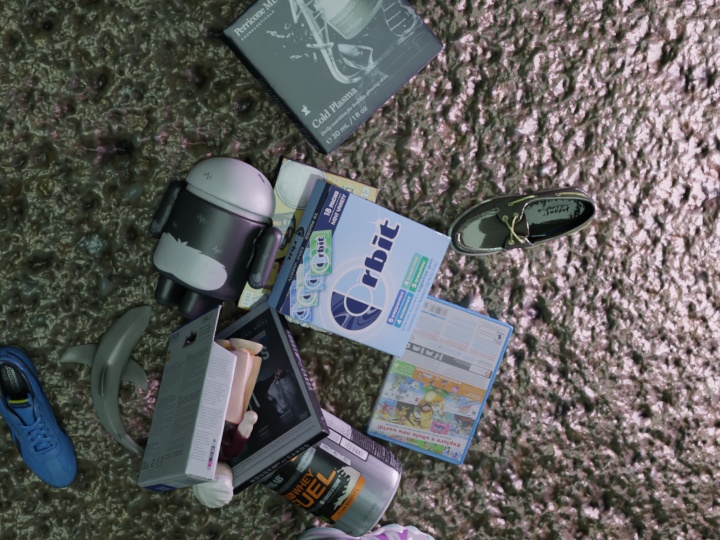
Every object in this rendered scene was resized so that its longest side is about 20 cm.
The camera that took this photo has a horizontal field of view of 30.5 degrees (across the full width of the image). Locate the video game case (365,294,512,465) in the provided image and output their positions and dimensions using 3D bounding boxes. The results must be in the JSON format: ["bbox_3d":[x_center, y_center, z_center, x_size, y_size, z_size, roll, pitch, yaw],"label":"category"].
[{"bbox_3d":[0.105,0.145,1.769,0.141,0.018,0.202,19,95,-12],"label":"video game case"}]

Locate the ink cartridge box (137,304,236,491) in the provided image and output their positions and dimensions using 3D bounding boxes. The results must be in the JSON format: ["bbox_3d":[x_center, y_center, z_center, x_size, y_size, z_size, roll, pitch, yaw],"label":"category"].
[{"bbox_3d":[-0.203,0.158,1.586,0.043,0.196,0.203,18,72,-21],"label":"ink cartridge box"}]

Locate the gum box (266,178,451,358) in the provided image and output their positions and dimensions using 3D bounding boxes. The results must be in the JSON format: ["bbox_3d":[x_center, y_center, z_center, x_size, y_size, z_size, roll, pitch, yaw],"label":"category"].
[{"bbox_3d":[0.000,0.000,1.681,0.198,0.044,0.172,21,93,-33],"label":"gum box"}]

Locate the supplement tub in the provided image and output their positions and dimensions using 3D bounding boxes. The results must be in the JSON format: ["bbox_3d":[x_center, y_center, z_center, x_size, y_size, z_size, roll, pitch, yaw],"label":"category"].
[{"bbox_3d":[-0.056,0.246,1.704,0.199,0.123,0.123,32,93,-11],"label":"supplement tub"}]

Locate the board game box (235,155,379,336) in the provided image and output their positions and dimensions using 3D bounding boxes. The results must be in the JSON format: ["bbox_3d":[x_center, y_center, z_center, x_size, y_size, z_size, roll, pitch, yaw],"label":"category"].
[{"bbox_3d":[-0.069,-0.031,1.705,0.134,0.035,0.203,17,95,-11],"label":"board game box"}]

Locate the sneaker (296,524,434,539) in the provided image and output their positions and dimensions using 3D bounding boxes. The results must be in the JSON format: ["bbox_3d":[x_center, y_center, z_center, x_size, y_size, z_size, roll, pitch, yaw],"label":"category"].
[{"bbox_3d":[0.015,0.390,1.728,0.197,0.140,0.079,-2,99,-8],"label":"sneaker"}]

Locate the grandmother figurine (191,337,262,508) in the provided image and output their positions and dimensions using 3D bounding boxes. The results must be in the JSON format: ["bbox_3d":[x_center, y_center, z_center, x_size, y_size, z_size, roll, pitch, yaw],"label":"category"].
[{"bbox_3d":[-0.163,0.186,1.602,0.060,0.121,0.203,17,76,-28],"label":"grandmother figurine"}]

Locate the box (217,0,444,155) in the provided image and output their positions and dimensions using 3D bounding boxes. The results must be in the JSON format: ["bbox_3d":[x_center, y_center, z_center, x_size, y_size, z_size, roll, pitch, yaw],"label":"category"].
[{"bbox_3d":[-0.038,-0.283,1.629,0.200,0.124,0.197,-42,101,-1],"label":"box"}]

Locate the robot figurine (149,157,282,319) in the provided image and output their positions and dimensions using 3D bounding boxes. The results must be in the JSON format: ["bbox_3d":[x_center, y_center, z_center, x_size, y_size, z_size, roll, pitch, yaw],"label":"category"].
[{"bbox_3d":[-0.182,-0.040,1.641,0.149,0.125,0.202,22,95,-14],"label":"robot figurine"}]

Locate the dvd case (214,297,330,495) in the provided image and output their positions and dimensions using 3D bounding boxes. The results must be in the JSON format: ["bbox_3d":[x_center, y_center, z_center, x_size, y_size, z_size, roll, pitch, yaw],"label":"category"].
[{"bbox_3d":[-0.132,0.154,1.643,0.149,0.025,0.202,-34,58,16],"label":"dvd case"}]

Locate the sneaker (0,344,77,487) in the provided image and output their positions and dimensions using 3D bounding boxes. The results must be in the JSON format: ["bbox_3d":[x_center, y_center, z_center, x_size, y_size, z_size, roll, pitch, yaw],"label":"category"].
[{"bbox_3d":[-0.416,0.191,1.661,0.065,0.078,0.202,-23,103,-7],"label":"sneaker"}]

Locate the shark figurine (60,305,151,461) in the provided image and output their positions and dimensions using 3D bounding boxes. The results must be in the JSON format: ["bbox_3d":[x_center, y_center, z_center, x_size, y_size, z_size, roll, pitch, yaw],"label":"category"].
[{"bbox_3d":[-0.309,0.163,1.671,0.126,0.090,0.218,-10,98,-6],"label":"shark figurine"}]

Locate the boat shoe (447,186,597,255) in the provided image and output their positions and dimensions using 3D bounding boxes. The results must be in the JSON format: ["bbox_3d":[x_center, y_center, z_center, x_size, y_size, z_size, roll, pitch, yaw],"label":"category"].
[{"bbox_3d":[0.213,-0.065,1.733,0.199,0.060,0.073,-15,101,-7],"label":"boat shoe"}]
